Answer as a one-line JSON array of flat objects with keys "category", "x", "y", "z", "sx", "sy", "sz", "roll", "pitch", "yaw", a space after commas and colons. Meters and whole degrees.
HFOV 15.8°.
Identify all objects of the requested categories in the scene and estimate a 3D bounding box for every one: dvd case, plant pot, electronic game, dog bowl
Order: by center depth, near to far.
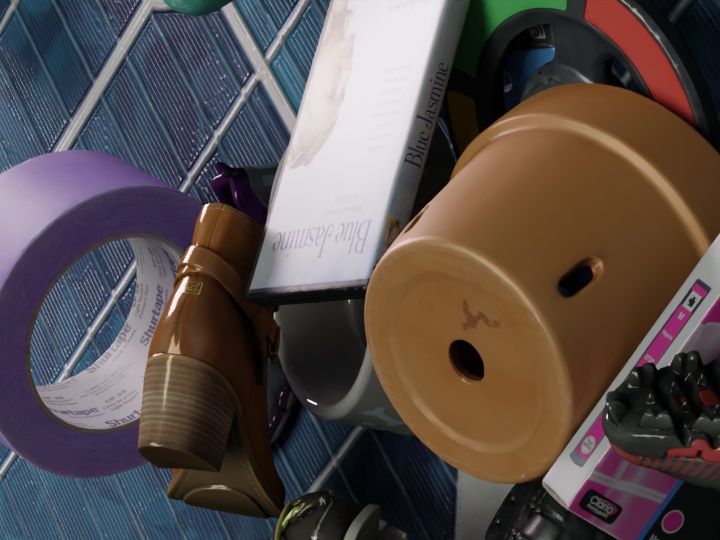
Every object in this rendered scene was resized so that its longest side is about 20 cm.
[{"category": "plant pot", "x": 0.096, "y": 0.020, "z": 1.344, "sx": 0.200, "sy": 0.140, "sz": 0.201, "roll": 26, "pitch": 131, "yaw": 35}, {"category": "electronic game", "x": 0.118, "y": -0.076, "z": 1.404, "sx": 0.200, "sy": 0.042, "sz": 0.201, "roll": 29, "pitch": 132, "yaw": 38}, {"category": "dvd case", "x": 0.000, "y": -0.078, "z": 1.445, "sx": 0.143, "sy": 0.018, "sz": 0.201, "roll": -6, "pitch": 66, "yaw": 59}, {"category": "dog bowl", "x": 0.000, "y": 0.000, "z": 1.537, "sx": 0.200, "sy": 0.058, "sz": 0.201, "roll": 178, "pitch": 90, "yaw": -67}]

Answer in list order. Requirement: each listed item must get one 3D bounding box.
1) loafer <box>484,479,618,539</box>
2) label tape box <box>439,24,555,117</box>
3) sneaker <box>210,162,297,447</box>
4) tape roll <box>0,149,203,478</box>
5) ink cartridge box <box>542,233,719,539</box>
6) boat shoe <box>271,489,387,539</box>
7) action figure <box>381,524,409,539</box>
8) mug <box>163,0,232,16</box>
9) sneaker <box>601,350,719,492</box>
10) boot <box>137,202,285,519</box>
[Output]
[{"category": "loafer", "x": 0.111, "y": 0.144, "z": 1.382, "sx": 0.068, "sy": 0.070, "sz": 0.201, "roll": -55, "pitch": 2, "yaw": 2}, {"category": "label tape box", "x": 0.070, "y": -0.191, "z": 1.481, "sx": 0.143, "sy": 0.066, "sz": 0.201, "roll": 3, "pitch": 115, "yaw": 51}, {"category": "sneaker", "x": -0.082, "y": 0.024, "z": 1.654, "sx": 0.074, "sy": 0.087, "sz": 0.201, "roll": 24, "pitch": 107, "yaw": 48}, {"category": "tape roll", "x": -0.179, "y": 0.028, "z": 1.684, "sx": 0.085, "sy": 0.200, "sz": 0.201, "roll": 26, "pitch": 109, "yaw": 47}, {"category": "ink cartridge box", "x": 0.183, "y": 0.051, "z": 1.271, "sx": 0.200, "sy": 0.095, "sz": 0.037, "roll": -56, "pitch": 30, "yaw": 4}, {"category": "boat shoe", "x": -0.023, "y": 0.164, "z": 1.509, "sx": 0.201, "sy": 0.060, "sz": 0.072, "roll": 75, "pitch": -145, "yaw": -82}, {"category": "action figure", "x": 0.040, "y": 0.270, "z": 1.461, "sx": 0.105, "sy": 0.200, "sz": 0.194, "roll": 0, "pitch": 59, "yaw": 60}, {"category": "mug", "x": -0.104, "y": -0.267, "z": 1.667, "sx": 0.152, "sy": 0.114, "sz": 0.186, "roll": 29, "pitch": 112, "yaw": 47}, {"category": "sneaker", "x": 0.209, "y": 0.092, "z": 1.234, "sx": 0.071, "sy": 0.200, "sz": 0.098, "roll": -102, "pitch": 18, "yaw": -54}, {"category": "boot", "x": -0.072, "y": 0.060, "z": 1.547, "sx": 0.073, "sy": 0.200, "sz": 0.155, "roll": 8, "pitch": 71, "yaw": 12}]
